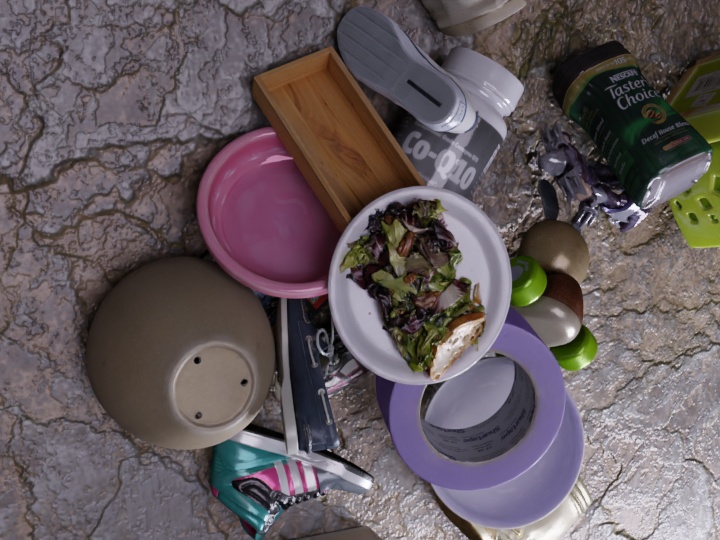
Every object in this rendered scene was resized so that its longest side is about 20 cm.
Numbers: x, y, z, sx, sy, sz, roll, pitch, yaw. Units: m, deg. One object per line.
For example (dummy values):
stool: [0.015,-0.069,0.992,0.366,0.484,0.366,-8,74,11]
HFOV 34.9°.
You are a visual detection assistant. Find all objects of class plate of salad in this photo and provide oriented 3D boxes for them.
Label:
plate of salad: [0.065,0.016,1.154,0.197,0.048,0.203,-1,95,-15]

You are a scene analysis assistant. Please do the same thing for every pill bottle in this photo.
pill bottle: [0.094,-0.141,1.287,0.113,0.114,0.201,31,88,-28]

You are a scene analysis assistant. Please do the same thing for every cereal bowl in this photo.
cereal bowl: [0.167,0.204,1.381,0.197,0.083,0.203,0,87,1]

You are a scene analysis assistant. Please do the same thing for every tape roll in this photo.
tape roll: [0.120,0.134,1.267,0.197,0.085,0.203,-3,110,-10]

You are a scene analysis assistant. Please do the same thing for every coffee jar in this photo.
coffee jar: [0.314,-0.176,1.346,0.103,0.201,0.086,-25,153,-16]

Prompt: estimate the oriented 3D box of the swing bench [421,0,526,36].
swing bench: [0.124,-0.392,1.236,0.200,0.130,0.199,-45,117,-9]

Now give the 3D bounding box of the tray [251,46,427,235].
tray: [-0.024,-0.136,1.206,0.098,0.037,0.201,-25,70,-21]

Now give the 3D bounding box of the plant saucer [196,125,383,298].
plant saucer: [-0.073,-0.057,1.204,0.198,0.051,0.203,4,61,-7]

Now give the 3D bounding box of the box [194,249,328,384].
box: [-0.139,0.045,1.262,0.200,0.040,0.137,-45,115,-10]

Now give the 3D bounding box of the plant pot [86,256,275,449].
plant pot: [-0.167,0.097,1.164,0.198,0.134,0.203,-6,104,-24]

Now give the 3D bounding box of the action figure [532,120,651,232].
action figure: [0.275,-0.108,1.384,0.198,0.069,0.132,14,59,-39]

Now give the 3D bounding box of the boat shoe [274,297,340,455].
boat shoe: [-0.056,0.096,1.195,0.061,0.202,0.075,-3,141,-7]

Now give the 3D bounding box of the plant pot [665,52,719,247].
plant pot: [0.476,-0.164,1.403,0.182,0.199,0.199,49,62,-19]

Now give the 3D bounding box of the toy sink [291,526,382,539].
toy sink: [-0.027,0.428,1.362,0.129,0.112,0.203,-4,104,-24]

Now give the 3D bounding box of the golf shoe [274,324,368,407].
golf shoe: [-0.019,0.095,1.322,0.198,0.077,0.089,-20,149,-34]

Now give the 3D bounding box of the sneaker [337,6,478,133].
sneaker: [0.048,-0.207,1.227,0.073,0.200,0.071,-47,149,13]

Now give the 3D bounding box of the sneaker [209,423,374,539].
sneaker: [-0.088,0.255,1.308,0.198,0.084,0.122,21,87,-20]

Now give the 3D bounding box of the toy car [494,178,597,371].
toy car: [0.214,-0.006,1.387,0.164,0.157,0.201,47,54,-36]

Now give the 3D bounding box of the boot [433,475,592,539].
boot: [0.199,0.289,1.462,0.200,0.073,0.156,45,77,-18]
